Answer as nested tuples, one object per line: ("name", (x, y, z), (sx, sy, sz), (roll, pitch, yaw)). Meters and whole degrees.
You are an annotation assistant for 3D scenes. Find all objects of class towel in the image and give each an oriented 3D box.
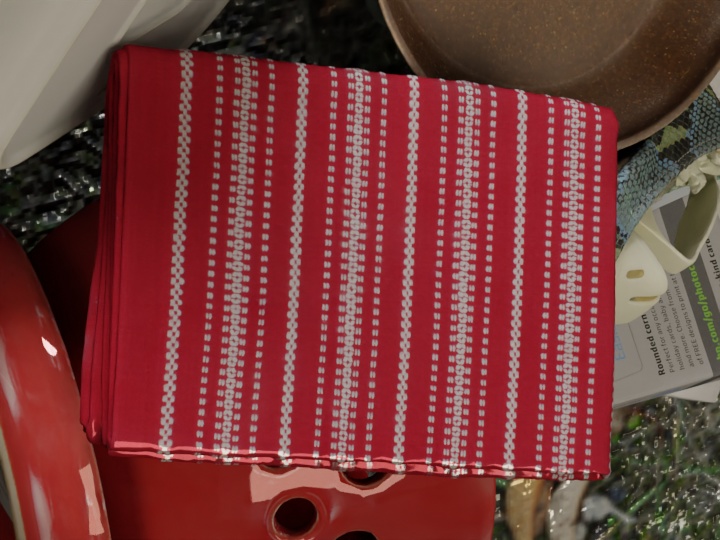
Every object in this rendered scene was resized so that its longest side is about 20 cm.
("towel", (0.000, 0.000, 0.878), (0.199, 0.022, 0.146), (5, 82, -21))

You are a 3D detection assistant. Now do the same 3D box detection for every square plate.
("square plate", (-0.070, -0.113, 0.867), (0.198, 0.028, 0.200), (-51, 174, 36))

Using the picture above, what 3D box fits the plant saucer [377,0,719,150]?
("plant saucer", (0.075, -0.145, 0.954), (0.199, 0.037, 0.202), (-6, 101, -33))

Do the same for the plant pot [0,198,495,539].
("plant pot", (-0.064, 0.058, 0.971), (0.181, 0.200, 0.201), (-15, 121, -17))

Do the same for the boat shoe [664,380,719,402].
("boat shoe", (0.089, 0.015, 1.129), (0.199, 0.073, 0.066), (12, 90, -38))

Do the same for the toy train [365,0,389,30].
("toy train", (0.055, -0.160, 1.004), (0.199, 0.085, 0.115), (-4, 112, -30))

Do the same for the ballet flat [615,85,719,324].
("ballet flat", (0.106, -0.019, 0.993), (0.200, 0.074, 0.075), (-46, 136, -43))

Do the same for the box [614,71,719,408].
("box", (0.090, -0.015, 1.070), (0.199, 0.041, 0.157), (-14, 80, -27))
